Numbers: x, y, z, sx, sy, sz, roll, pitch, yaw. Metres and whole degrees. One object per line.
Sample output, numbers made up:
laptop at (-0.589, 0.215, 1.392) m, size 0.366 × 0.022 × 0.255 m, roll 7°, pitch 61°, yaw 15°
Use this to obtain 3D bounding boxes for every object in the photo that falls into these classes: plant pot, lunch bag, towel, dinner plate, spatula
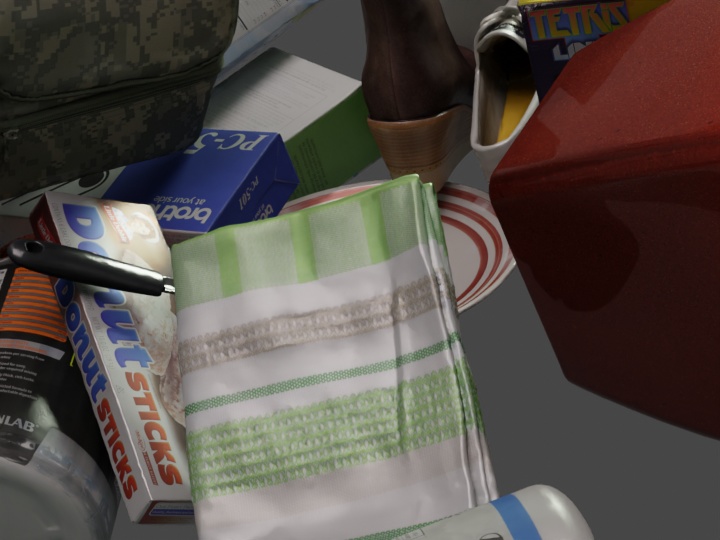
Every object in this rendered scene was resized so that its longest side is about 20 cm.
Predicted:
plant pot at (0.183, -0.034, 0.917) m, size 0.175 × 0.201 × 0.200 m, roll -3°, pitch 36°, yaw 35°
lunch bag at (-0.169, -0.149, 0.991) m, size 0.199 × 0.168 × 0.139 m, roll -17°, pitch 54°, yaw -37°
towel at (-0.019, 0.056, 0.869) m, size 0.148 × 0.031 × 0.201 m, roll -14°, pitch 63°, yaw 9°
dinner plate at (0.000, 0.000, 1.067) m, size 0.199 × 0.024 × 0.201 m, roll -9°, pitch 27°, yaw 5°
spatula at (-0.089, 0.006, 0.949) m, size 0.199 × 0.021 × 0.057 m, roll 7°, pitch 38°, yaw -22°

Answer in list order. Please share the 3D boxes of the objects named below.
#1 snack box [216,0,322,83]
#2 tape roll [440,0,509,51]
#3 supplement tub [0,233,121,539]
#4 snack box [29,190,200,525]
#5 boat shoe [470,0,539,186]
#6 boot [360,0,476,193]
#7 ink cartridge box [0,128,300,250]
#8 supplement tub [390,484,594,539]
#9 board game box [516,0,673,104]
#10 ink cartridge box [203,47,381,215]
snack box at (-0.129, -0.149, 1.239) m, size 0.200 × 0.068 × 0.168 m, roll -42°, pitch 9°, yaw -32°
tape roll at (0.090, -0.255, 1.296) m, size 0.201 × 0.140 × 0.203 m, roll -11°, pitch 35°, yaw 8°
supplement tub at (-0.180, 0.075, 0.971) m, size 0.122 × 0.123 × 0.201 m, roll -9°, pitch 35°, yaw 12°
snack box at (-0.114, 0.044, 0.939) m, size 0.072 × 0.024 × 0.201 m, roll 7°, pitch 46°, yaw -40°
boat shoe at (0.104, -0.134, 1.131) m, size 0.071 × 0.070 × 0.201 m, roll -10°, pitch 49°, yaw 33°
boot at (0.042, -0.156, 1.143) m, size 0.072 × 0.167 × 0.200 m, roll -3°, pitch 26°, yaw 14°
ink cartridge box at (-0.146, -0.044, 1.088) m, size 0.199 × 0.044 × 0.094 m, roll 6°, pitch 45°, yaw 30°
supplement tub at (0.013, 0.181, 0.735) m, size 0.199 × 0.133 × 0.132 m, roll -21°, pitch 35°, yaw -5°
board game box at (0.202, -0.101, 1.012) m, size 0.199 × 0.166 × 0.057 m, roll -2°, pitch 36°, yaw 20°
ink cartridge box at (-0.093, -0.061, 1.175) m, size 0.200 × 0.060 × 0.104 m, roll -38°, pitch 40°, yaw -23°
